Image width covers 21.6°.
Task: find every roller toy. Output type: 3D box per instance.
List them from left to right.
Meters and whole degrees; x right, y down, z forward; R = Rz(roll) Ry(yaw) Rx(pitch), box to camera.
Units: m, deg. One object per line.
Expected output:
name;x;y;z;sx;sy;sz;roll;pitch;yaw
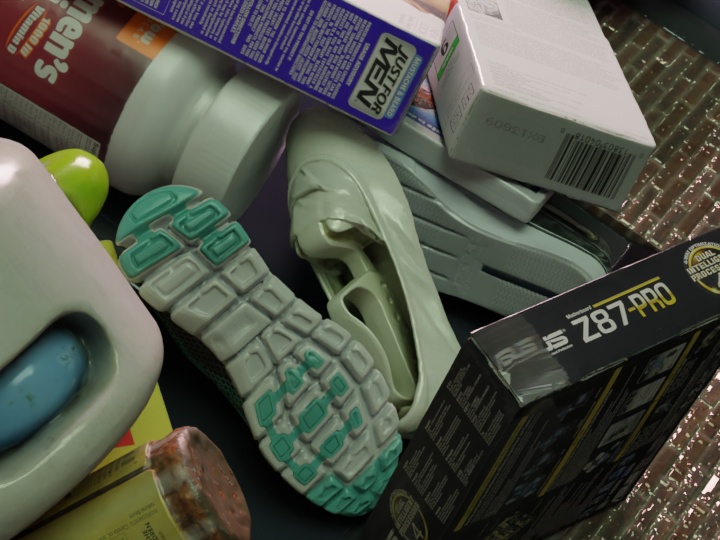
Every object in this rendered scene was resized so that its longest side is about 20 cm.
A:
roller toy;-0.186;0.046;0.817;0.140;0.200;0.183;56;15;-17

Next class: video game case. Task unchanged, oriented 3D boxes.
video game case;0.071;-0.102;1.136;0.143;0.018;0.200;32;29;8

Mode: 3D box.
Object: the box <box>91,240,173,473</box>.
box;-0.125;0.086;0.930;0.050;0.075;0.200;-6;56;-22

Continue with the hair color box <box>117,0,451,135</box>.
hair color box;-0.052;-0.159;1.034;0.200;0.065;0.109;27;25;-6

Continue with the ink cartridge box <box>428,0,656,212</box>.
ink cartridge box;0.096;-0.119;1.113;0.109;0.050;0.200;17;29;-17

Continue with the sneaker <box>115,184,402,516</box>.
sneaker;-0.051;0.041;0.990;0.078;0.091;0.200;-36;93;-10

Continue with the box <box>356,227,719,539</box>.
box;0.097;0.076;0.927;0.161;0.200;0.049;-23;64;-30

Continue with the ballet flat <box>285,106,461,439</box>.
ballet flat;0.000;0.000;1.014;0.069;0.069;0.201;-18;77;-29

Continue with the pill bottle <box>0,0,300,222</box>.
pill bottle;-0.140;-0.111;1.057;0.200;0.110;0.110;31;50;8

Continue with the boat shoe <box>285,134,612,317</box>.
boat shoe;0.052;-0.026;1.091;0.200;0.072;0.071;28;27;4

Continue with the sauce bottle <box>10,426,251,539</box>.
sauce bottle;-0.145;0.139;0.827;0.200;0.066;0.066;-28;57;12
